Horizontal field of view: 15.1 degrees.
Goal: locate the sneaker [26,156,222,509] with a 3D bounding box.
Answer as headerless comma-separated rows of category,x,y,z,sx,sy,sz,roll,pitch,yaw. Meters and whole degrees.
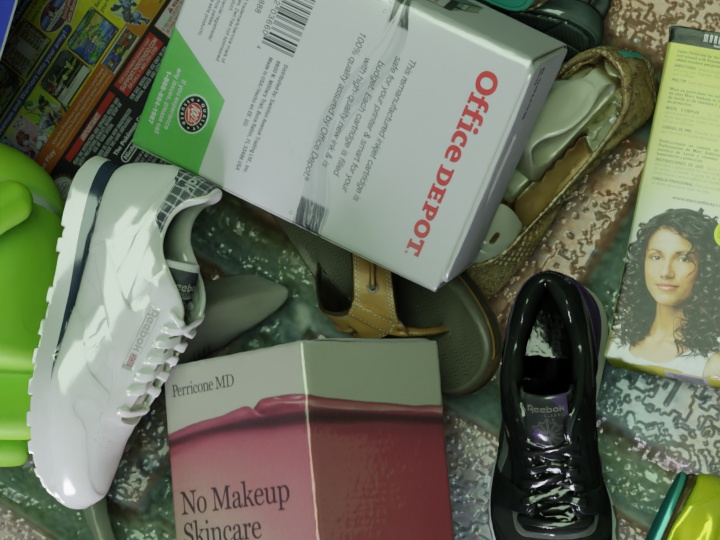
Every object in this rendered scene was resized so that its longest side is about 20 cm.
sneaker,-0.132,0.038,1.518,0.080,0.076,0.200,10,95,12

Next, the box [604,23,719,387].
box,0.197,-0.037,1.571,0.075,0.050,0.200,10,83,11

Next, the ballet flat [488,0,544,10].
ballet flat,0.029,-0.215,1.558,0.200,0.071,0.065,31,48,5

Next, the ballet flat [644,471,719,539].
ballet flat,0.163,0.210,1.537,0.067,0.067,0.200,31,88,0

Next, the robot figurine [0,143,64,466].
robot figurine,-0.226,0.012,1.582,0.116,0.175,0.200,2,65,-16

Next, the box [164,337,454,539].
box,-0.027,0.144,1.530,0.128,0.109,0.200,-13,79,46

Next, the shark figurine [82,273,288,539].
shark figurine,-0.141,0.086,1.601,0.128,0.090,0.215,19,84,14

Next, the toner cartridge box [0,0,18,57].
toner cartridge box,-0.229,-0.175,1.580,0.043,0.095,0.200,26,56,-23

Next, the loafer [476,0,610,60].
loafer,0.052,-0.179,1.619,0.200,0.072,0.063,16,66,6

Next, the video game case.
video game case,-0.157,-0.122,1.629,0.181,0.026,0.200,39,109,9

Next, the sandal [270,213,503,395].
sandal,0.000,0.000,1.584,0.200,0.055,0.082,49,131,15

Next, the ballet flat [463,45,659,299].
ballet flat,0.091,-0.057,1.582,0.071,0.065,0.200,40,92,23

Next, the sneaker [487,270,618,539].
sneaker,0.103,0.100,1.549,0.076,0.088,0.200,-3,81,10

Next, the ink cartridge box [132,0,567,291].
ink cartridge box,-0.006,-0.098,1.522,0.200,0.084,0.146,27,108,12
